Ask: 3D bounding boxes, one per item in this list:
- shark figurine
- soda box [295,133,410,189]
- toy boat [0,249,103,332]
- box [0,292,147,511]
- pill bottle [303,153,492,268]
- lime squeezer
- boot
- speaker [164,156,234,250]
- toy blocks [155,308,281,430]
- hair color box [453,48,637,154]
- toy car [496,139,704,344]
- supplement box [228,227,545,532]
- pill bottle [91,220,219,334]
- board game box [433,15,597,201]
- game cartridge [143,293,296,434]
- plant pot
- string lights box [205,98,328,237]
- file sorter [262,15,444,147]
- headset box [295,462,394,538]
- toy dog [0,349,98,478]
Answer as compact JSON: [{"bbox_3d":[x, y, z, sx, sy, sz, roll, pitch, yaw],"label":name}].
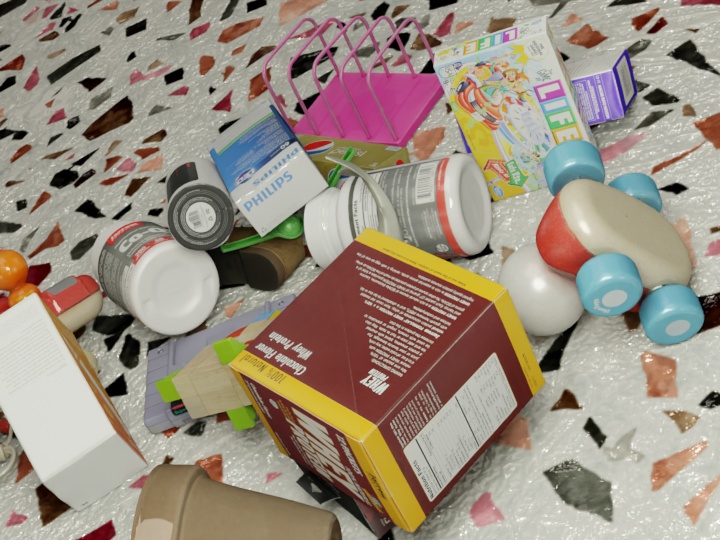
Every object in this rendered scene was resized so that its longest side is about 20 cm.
[{"bbox_3d":[0.013,-0.016,1.630,0.127,0.217,0.089,9,17,21],"label":"shark figurine"},{"bbox_3d":[-0.026,-0.121,1.866,0.199,0.068,0.064,12,37,44],"label":"soda box"},{"bbox_3d":[-0.426,0.035,1.875,0.199,0.132,0.130,-22,10,45],"label":"toy boat"},{"bbox_3d":[-0.338,0.147,1.657,0.097,0.125,0.201,-32,65,-5],"label":"box"},{"bbox_3d":[0.042,-0.062,1.718,0.198,0.116,0.117,-9,41,27],"label":"pill bottle"},{"bbox_3d":[-0.076,-0.068,1.803,0.199,0.071,0.038,-37,75,0],"label":"lime squeezer"},{"bbox_3d":[-0.153,-0.027,1.864,0.198,0.074,0.075,15,39,36],"label":"boot"},{"bbox_3d":[-0.196,-0.082,1.793,0.081,0.082,0.200,-30,15,0],"label":"speaker"},{"bbox_3d":[-0.104,0.090,1.603,0.198,0.101,0.137,-17,17,34],"label":"toy blocks"},{"bbox_3d":[0.222,-0.201,1.776,0.198,0.066,0.109,-10,16,23],"label":"hair color box"},{"bbox_3d":[0.216,0.011,1.514,0.200,0.176,0.186,-42,41,33],"label":"toy car"},{"bbox_3d":[0.025,0.097,1.396,0.200,0.134,0.196,-45,42,-20],"label":"supplement box"},{"bbox_3d":[-0.260,0.002,1.836,0.114,0.114,0.200,-40,27,-14],"label":"pill bottle"},{"bbox_3d":[0.180,-0.180,1.690,0.133,0.201,0.034,-15,37,19],"label":"board game box"},{"bbox_3d":[-0.159,0.108,1.726,0.198,0.039,0.130,-22,33,11],"label":"game cartridge"},{"bbox_3d":[-0.108,0.282,1.374,0.172,0.202,0.202,0,42,8],"label":"plant pot"},{"bbox_3d":[-0.116,-0.128,1.799,0.102,0.059,0.200,-37,29,3],"label":"string lights box"},{"bbox_3d":[-0.011,-0.257,1.978,0.198,0.126,0.139,7,49,40],"label":"file sorter"},{"bbox_3d":[0.023,0.162,1.497,0.199,0.078,0.148,-39,37,-15],"label":"headset box"},{"bbox_3d":[-0.411,0.150,1.794,0.199,0.097,0.132,-34,34,-7],"label":"toy dog"}]
